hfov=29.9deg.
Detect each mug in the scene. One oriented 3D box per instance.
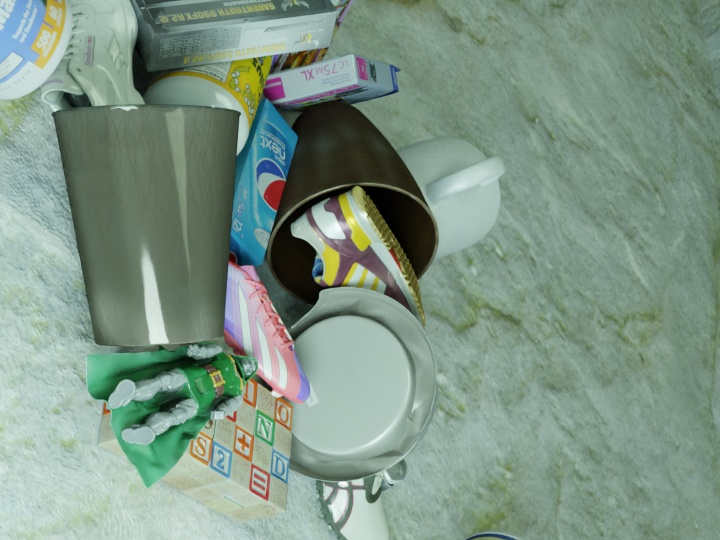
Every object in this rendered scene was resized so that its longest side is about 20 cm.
[{"bbox_3d":[0.088,-0.091,1.655,0.175,0.200,0.148,-21,87,-54],"label":"mug"}]

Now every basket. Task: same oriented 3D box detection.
[{"bbox_3d":[-0.181,-0.038,1.175,0.180,0.136,0.200,-3,91,-49],"label":"basket"}]

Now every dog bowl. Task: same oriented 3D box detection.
[{"bbox_3d":[-0.013,0.120,1.376,0.059,0.200,0.200,43,37,-66],"label":"dog bowl"}]

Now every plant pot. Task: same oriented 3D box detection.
[{"bbox_3d":[-0.023,-0.092,1.516,0.187,0.187,0.200,43,24,-41],"label":"plant pot"}]

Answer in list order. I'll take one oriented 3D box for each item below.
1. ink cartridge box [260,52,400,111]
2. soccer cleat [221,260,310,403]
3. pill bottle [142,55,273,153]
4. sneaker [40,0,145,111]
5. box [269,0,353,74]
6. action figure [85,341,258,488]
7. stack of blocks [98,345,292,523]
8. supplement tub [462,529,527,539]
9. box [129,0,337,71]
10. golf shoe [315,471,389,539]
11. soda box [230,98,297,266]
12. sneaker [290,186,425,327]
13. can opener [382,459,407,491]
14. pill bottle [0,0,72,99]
[{"bbox_3d":[-0.031,-0.216,1.578,0.200,0.119,0.042,-19,98,-72],"label":"ink cartridge box"},{"bbox_3d":[-0.109,0.042,1.306,0.200,0.076,0.067,47,0,1],"label":"soccer cleat"},{"bbox_3d":[-0.160,-0.175,1.365,0.113,0.113,0.200,51,35,-33],"label":"pill bottle"},{"bbox_3d":[-0.255,-0.198,1.254,0.100,0.075,0.200,0,73,-58],"label":"sneaker"},{"bbox_3d":[-0.050,-0.316,1.563,0.039,0.200,0.137,36,28,12],"label":"box"},{"bbox_3d":[-0.147,0.103,1.173,0.200,0.055,0.118,-21,89,-64],"label":"action figure"},{"bbox_3d":[-0.148,0.144,1.258,0.200,0.059,0.115,40,42,-43],"label":"stack of blocks"},{"bbox_3d":[0.132,0.395,1.507,0.200,0.144,0.145,-35,105,-60],"label":"supplement tub"},{"bbox_3d":[-0.145,-0.280,1.354,0.200,0.048,0.158,-13,55,-25],"label":"box"},{"bbox_3d":[-0.004,0.214,1.437,0.200,0.088,0.077,68,28,-9],"label":"golf shoe"},{"bbox_3d":[-0.126,-0.086,1.417,0.064,0.068,0.200,49,36,-34],"label":"soda box"},{"bbox_3d":[0.000,0.000,1.423,0.075,0.090,0.200,-99,163,-52],"label":"sneaker"},{"bbox_3d":[-0.016,0.156,1.497,0.200,0.067,0.053,57,29,1],"label":"can opener"},{"bbox_3d":[-0.340,-0.228,1.088,0.200,0.112,0.112,31,49,-51],"label":"pill bottle"}]
